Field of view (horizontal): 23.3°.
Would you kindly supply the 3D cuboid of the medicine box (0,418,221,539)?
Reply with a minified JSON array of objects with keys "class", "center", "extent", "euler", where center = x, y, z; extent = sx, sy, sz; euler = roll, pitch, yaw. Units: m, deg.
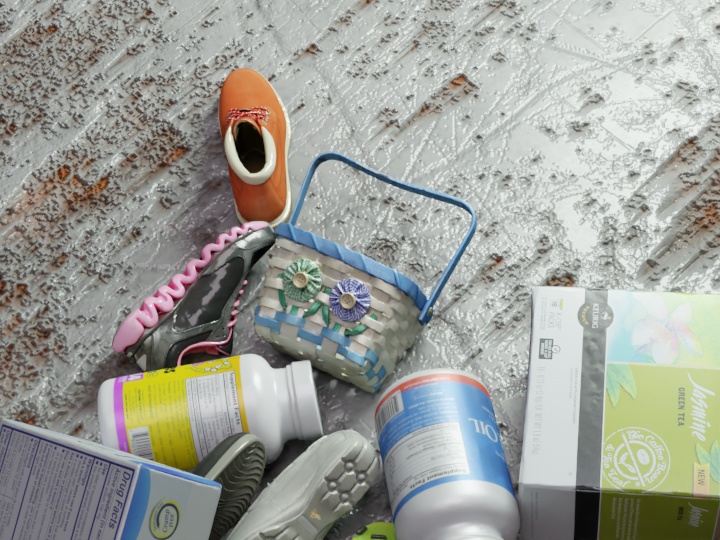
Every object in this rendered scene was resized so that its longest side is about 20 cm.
[{"class":"medicine box","center":[-0.237,0.241,1.482],"extent":[0.199,0.103,0.184],"euler":[11,83,43]}]

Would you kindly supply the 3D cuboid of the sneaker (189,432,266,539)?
[{"class":"sneaker","center":[-0.177,0.209,1.564],"extent":[0.106,0.075,0.201],"euler":[35,84,35]}]

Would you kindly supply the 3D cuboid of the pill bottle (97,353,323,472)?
[{"class":"pill bottle","center":[-0.138,0.136,1.622],"extent":[0.198,0.105,0.105],"euler":[-10,58,-1]}]

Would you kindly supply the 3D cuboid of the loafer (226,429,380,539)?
[{"class":"loafer","center":[-0.066,0.223,1.573],"extent":[0.200,0.070,0.070],"euler":[-42,24,-11]}]

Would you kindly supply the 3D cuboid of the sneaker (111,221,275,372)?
[{"class":"sneaker","center":[-0.147,0.036,1.713],"extent":[0.200,0.079,0.095],"euler":[-43,86,-18]}]

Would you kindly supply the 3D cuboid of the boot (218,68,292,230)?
[{"class":"boot","center":[-0.110,-0.144,1.787],"extent":[0.074,0.108,0.202],"euler":[-12,57,0]}]

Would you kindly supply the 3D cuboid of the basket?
[{"class":"basket","center":[0.000,0.000,1.668],"extent":[0.175,0.139,0.201],"euler":[20,72,17]}]

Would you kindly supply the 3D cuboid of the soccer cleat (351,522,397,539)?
[{"class":"soccer cleat","center":[0.016,0.307,1.527],"extent":[0.064,0.084,0.201],"euler":[-4,38,2]}]

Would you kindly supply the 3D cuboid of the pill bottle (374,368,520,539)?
[{"class":"pill bottle","center":[0.080,0.195,1.542],"extent":[0.111,0.113,0.201],"euler":[-11,49,-1]}]

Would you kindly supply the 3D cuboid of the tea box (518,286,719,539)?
[{"class":"tea box","center":[0.244,0.134,1.565],"extent":[0.194,0.134,0.202],"euler":[2,60,7]}]
